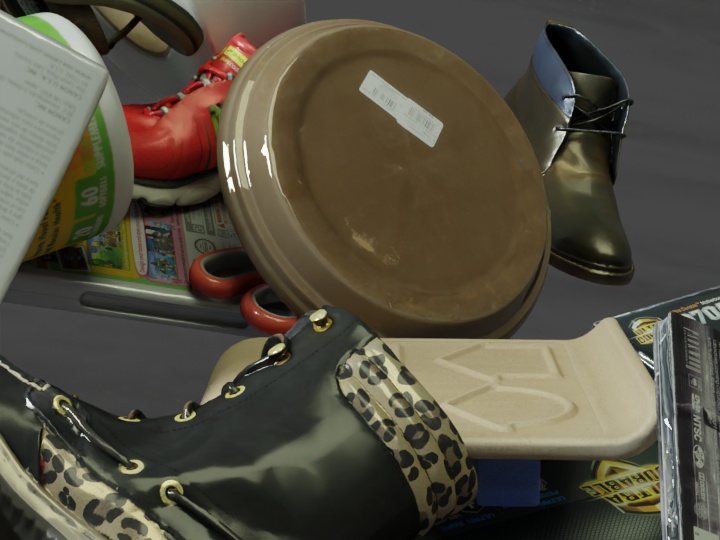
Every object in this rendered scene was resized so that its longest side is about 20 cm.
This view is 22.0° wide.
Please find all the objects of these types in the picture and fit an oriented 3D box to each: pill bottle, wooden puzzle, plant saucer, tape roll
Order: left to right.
[{"bbox_3d":[-0.215,-0.042,0.854,0.199,0.112,0.111,-22,44,-30],"label":"pill bottle"},{"bbox_3d":[-0.124,-0.187,1.089,0.071,0.203,0.202,-42,57,-18],"label":"tape roll"},{"bbox_3d":[0.020,-0.047,0.956,0.198,0.029,0.202,14,59,-25],"label":"plant saucer"},{"bbox_3d":[0.026,0.065,0.816,0.197,0.047,0.185,-4,10,1],"label":"wooden puzzle"}]

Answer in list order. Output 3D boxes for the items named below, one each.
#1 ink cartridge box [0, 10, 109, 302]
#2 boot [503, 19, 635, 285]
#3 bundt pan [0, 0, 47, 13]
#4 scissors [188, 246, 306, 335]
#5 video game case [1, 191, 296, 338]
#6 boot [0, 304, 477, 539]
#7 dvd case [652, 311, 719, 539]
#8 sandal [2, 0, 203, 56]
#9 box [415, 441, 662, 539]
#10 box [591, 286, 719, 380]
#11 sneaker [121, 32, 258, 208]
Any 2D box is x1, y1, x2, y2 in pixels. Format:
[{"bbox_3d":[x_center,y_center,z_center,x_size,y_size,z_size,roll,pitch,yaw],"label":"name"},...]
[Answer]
[{"bbox_3d":[-0.218,-0.031,0.771,0.159,0.202,0.047,27,-8,-15],"label":"ink cartridge box"},{"bbox_3d":[0.129,-0.075,1.141,0.074,0.098,0.201,6,30,-20],"label":"boot"},{"bbox_3d":[-0.257,-0.153,1.027,0.199,0.077,0.202,2,1,0],"label":"bundt pan"},{"bbox_3d":[0.000,0.000,0.977,0.199,0.014,0.073,-12,37,-42],"label":"scissors"},{"bbox_3d":[-0.113,-0.031,1.007,0.180,0.022,0.201,9,30,-16],"label":"video game case"},{"bbox_3d":[-0.068,0.062,0.671,0.150,0.074,0.200,-32,57,-33],"label":"boot"},{"bbox_3d":[0.195,0.110,0.683,0.198,0.016,0.150,22,46,-18],"label":"dvd case"},{"bbox_3d":[-0.161,-0.141,0.953,0.080,0.058,0.200,36,15,32],"label":"sandal"},{"bbox_3d":[0.101,0.144,0.784,0.198,0.046,0.159,-7,36,-39],"label":"box"},{"bbox_3d":[0.233,0.069,0.978,0.199,0.046,0.159,-13,40,-44],"label":"box"},{"bbox_3d":[-0.084,-0.089,1.011,0.198,0.086,0.077,-6,35,-38],"label":"sneaker"}]
